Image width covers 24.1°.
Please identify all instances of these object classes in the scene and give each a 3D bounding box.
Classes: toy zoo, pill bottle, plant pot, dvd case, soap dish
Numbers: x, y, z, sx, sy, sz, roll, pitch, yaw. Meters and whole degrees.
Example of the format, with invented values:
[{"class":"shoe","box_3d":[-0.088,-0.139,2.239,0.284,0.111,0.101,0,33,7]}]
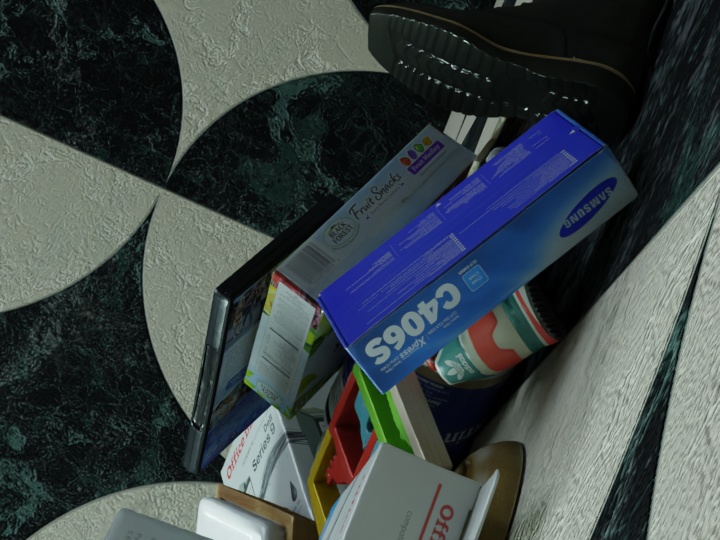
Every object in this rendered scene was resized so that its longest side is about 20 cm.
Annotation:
[{"class":"toy zoo","box_3d":[0.005,0.153,1.175,0.132,0.020,0.201,-112,32,-42]},{"class":"pill bottle","box_3d":[0.038,0.092,1.257,0.116,0.115,0.201,-68,3,-48]},{"class":"plant pot","box_3d":[0.049,0.196,1.060,0.200,0.027,0.202,-156,90,-87]},{"class":"dvd case","box_3d":[-0.075,0.050,1.275,0.143,0.017,0.201,-41,-23,-41]},{"class":"soap dish","box_3d":[-0.075,0.282,1.352,0.157,0.080,0.202,6,93,63]}]

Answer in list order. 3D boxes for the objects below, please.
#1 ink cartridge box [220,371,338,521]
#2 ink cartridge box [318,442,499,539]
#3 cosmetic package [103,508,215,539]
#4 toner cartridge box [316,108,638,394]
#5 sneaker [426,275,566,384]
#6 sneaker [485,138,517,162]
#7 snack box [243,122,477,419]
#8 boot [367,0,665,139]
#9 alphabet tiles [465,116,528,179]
[{"class":"ink cartridge box","box_3d":[-0.048,0.207,1.490,0.201,0.083,0.147,-112,36,-43]},{"class":"ink cartridge box","box_3d":[0.010,0.176,0.974,0.200,0.067,0.117,119,174,-66]},{"class":"cosmetic package","box_3d":[-0.103,0.297,1.143,0.166,0.198,0.166,99,-168,-53]},{"class":"toner cartridge box","box_3d":[0.070,-0.014,1.056,0.199,0.043,0.095,-38,24,2]},{"class":"sneaker","box_3d":[0.075,0.019,1.132,0.093,0.071,0.200,-32,16,6]},{"class":"sneaker","box_3d":[0.121,-0.032,1.276,0.200,0.077,0.113,-29,-40,-75]},{"class":"snack box","box_3d":[0.000,0.000,1.261,0.200,0.053,0.143,-44,-16,-36]},{"class":"boot","box_3d":[0.118,-0.179,1.226,0.078,0.198,0.139,97,-163,-55]},{"class":"alphabet tiles","box_3d":[0.108,-0.094,1.325,0.200,0.006,0.167,-53,-11,-50]}]
